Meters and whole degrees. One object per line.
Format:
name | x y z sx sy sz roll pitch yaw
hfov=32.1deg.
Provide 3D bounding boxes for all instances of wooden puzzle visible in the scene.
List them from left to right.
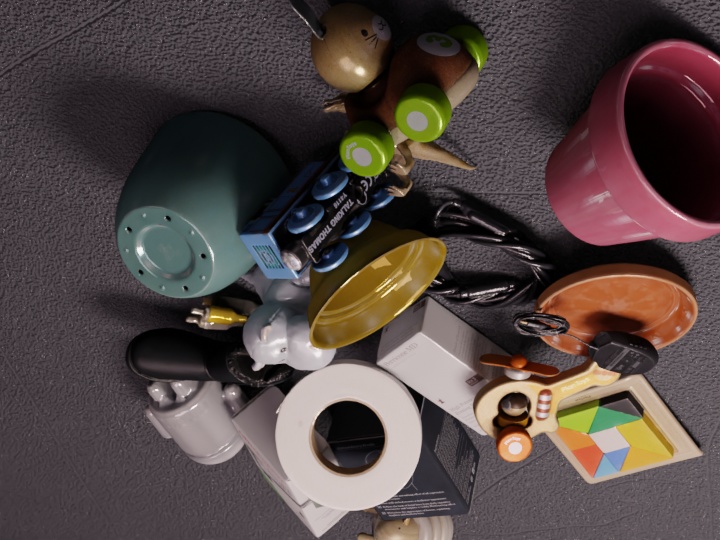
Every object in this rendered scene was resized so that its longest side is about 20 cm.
wooden puzzle | 0.352 0.229 1.751 0.184 0.037 0.200 -23 125 35

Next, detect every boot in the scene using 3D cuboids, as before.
boot | -0.204 0.117 1.709 0.198 0.077 0.168 9 170 -25

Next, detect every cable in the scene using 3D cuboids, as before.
cable | -0.138 0.070 1.717 0.198 0.051 0.097 11 171 -7
cable | 0.150 -0.004 1.558 0.199 0.051 0.163 26 137 -11

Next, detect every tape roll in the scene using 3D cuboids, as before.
tape roll | -0.016 0.221 1.687 0.201 0.037 0.205 1 96 5

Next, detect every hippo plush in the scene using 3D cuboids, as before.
hippo plush | -0.088 0.037 1.593 0.198 0.162 0.160 16 138 0

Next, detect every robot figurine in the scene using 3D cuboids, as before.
robot figurine | -0.238 0.209 1.858 0.168 0.113 0.201 -13 131 26

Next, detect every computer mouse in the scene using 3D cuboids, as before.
computer mouse | 0.280 0.082 1.553 0.199 0.034 0.059 20 140 -15

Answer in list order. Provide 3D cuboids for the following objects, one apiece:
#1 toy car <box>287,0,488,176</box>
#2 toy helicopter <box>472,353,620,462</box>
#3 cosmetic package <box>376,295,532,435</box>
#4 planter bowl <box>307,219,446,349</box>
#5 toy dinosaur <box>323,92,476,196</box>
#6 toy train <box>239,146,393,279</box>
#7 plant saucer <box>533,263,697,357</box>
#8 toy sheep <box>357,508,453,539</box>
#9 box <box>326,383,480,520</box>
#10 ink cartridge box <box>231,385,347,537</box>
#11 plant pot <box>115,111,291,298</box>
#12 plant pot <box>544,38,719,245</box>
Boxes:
toy car | 0.011 -0.232 1.293 0.157 0.165 0.200 -29 109 38
toy helicopter | 0.237 0.148 1.612 0.199 0.079 0.133 -24 112 7
cosmetic package | 0.129 0.131 1.692 0.199 0.074 0.102 33 135 -20
planter bowl | 0.000 0.000 1.507 0.084 0.199 0.201 52 143 22
toy dinosaur | 0.049 -0.140 1.409 0.199 0.102 0.058 25 147 -13
toy train | -0.045 -0.074 1.446 0.114 0.200 0.087 1 133 44
plant saucer | 0.313 0.047 1.547 0.198 0.033 0.201 2 148 1
toy sheep | 0.079 0.402 1.956 0.137 0.139 0.200 -10 173 26
box | 0.065 0.260 1.823 0.147 0.108 0.201 -9 133 27
ink cartridge box | -0.097 0.280 1.838 0.146 0.084 0.201 42 163 33
plant pot | -0.198 -0.063 1.493 0.199 0.161 0.202 10 126 14
plant pot | 0.294 -0.112 1.307 0.199 0.201 0.179 30 152 -15
